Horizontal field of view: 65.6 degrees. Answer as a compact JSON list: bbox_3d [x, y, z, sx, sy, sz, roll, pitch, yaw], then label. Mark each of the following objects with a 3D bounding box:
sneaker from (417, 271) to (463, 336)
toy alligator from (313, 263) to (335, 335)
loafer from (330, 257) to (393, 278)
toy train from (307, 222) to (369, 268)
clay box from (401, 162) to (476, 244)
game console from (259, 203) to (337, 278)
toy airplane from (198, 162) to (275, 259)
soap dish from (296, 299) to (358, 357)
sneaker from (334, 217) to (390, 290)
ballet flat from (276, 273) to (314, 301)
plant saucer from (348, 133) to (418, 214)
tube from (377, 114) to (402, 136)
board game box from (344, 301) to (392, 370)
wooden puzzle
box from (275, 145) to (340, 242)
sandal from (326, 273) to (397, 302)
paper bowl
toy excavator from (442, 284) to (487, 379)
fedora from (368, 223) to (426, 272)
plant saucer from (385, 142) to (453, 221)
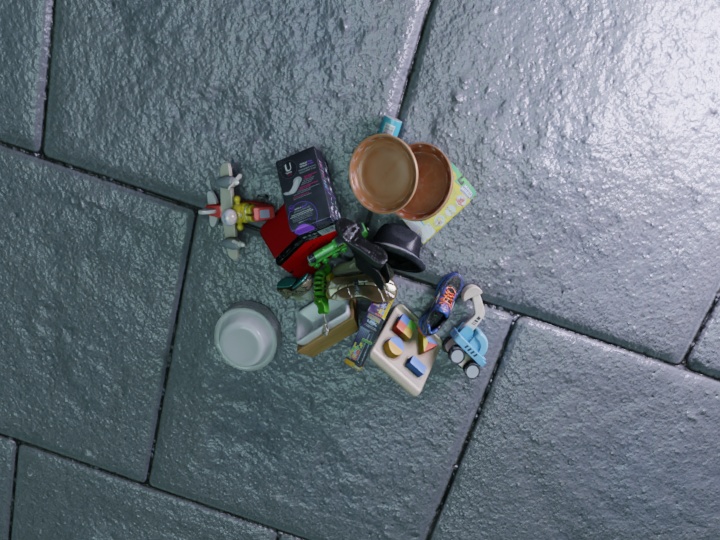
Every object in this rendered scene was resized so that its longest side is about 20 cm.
[{"bbox_3d":[0.234,0.100,1.565,0.074,0.078,0.204,26,91,-9],"label":"sneaker"},{"bbox_3d":[-0.106,0.072,1.519,0.058,0.054,0.207,-15,64,37],"label":"toy alligator"},{"bbox_3d":[0.000,0.000,1.569,0.193,0.070,0.077,-4,138,16],"label":"loafer"},{"bbox_3d":[-0.064,-0.069,1.542,0.196,0.056,0.043,-30,70,6],"label":"toy train"},{"bbox_3d":[0.207,-0.184,1.510,0.199,0.048,0.115,-42,96,16],"label":"clay box"},{"bbox_3d":[-0.161,-0.102,1.598,0.199,0.120,0.171,-41,130,17],"label":"game console"},{"bbox_3d":[-0.358,-0.161,1.539,0.200,0.142,0.199,44,108,-8],"label":"toy airplane"},{"bbox_3d":[-0.092,0.145,1.599,0.197,0.159,0.082,-32,120,16],"label":"soap dish"},{"bbox_3d":[0.004,-0.042,1.451,0.198,0.060,0.105,40,152,6],"label":"sneaker"},{"bbox_3d":[-0.172,0.052,1.579,0.076,0.198,0.068,51,62,-16],"label":"ballet flat"},{"bbox_3d":[0.062,-0.252,1.458,0.194,0.037,0.207,7,106,24],"label":"plant saucer"},{"bbox_3d":[0.052,-0.308,1.490,0.077,0.050,0.205,35,114,33],"label":"tube"},{"bbox_3d":[0.028,0.160,1.558,0.055,0.200,0.169,24,108,4],"label":"board game box"},{"bbox_3d":[0.138,0.219,1.579,0.184,0.202,0.046,41,145,-8],"label":"wooden puzzle"},{"bbox_3d":[-0.135,-0.199,1.476,0.119,0.106,0.206,-17,75,12],"label":"box"},{"bbox_3d":[0.003,0.047,1.513,0.193,0.054,0.083,-2,87,-6],"label":"sandal"},{"bbox_3d":[-0.341,0.204,1.671,0.193,0.105,0.208,2,106,6],"label":"paper bowl"},{"bbox_3d":[0.315,0.171,1.593,0.194,0.100,0.200,43,94,-9],"label":"toy excavator"},{"bbox_3d":[0.097,-0.069,1.515,0.195,0.201,0.094,21,78,0],"label":"fedora"},{"bbox_3d":[0.152,-0.232,1.474,0.194,0.032,0.208,-2,85,27],"label":"plant saucer"}]
